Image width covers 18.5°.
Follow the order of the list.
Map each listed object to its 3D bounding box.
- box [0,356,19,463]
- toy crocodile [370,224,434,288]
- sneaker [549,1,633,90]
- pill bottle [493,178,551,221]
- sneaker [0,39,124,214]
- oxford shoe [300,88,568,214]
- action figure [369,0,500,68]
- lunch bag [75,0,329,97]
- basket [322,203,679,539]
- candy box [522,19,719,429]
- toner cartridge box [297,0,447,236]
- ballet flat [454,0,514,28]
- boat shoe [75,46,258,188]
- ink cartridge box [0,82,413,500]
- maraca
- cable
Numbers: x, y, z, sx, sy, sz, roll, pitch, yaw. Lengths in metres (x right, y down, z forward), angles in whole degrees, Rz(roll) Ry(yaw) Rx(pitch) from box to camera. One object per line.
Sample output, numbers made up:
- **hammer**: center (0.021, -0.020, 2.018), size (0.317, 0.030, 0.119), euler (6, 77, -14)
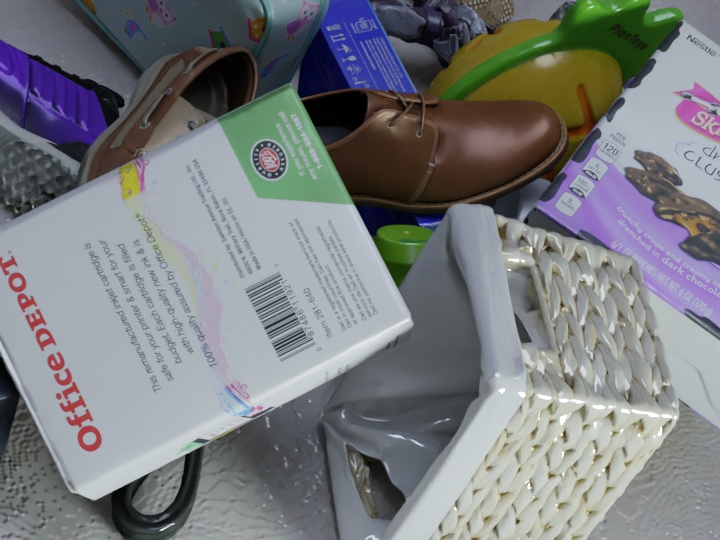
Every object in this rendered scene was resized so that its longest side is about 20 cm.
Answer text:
- **box**: center (-0.309, 0.043, 1.174), size (0.199, 0.104, 0.183), euler (-8, 51, -28)
- **toy crocodile**: center (0.000, 0.000, 1.341), size (0.199, 0.068, 0.062), euler (12, 20, 30)
- **sneaker**: center (0.207, -0.109, 1.558), size (0.099, 0.070, 0.201), euler (-10, 56, -39)
- **pill bottle**: center (0.182, 0.002, 1.415), size (0.199, 0.112, 0.112), euler (15, 45, -9)
- **sneaker**: center (-0.205, -0.100, 1.384), size (0.200, 0.070, 0.099), euler (45, 43, 13)
- **oxford shoe**: center (0.029, -0.079, 1.324), size (0.199, 0.071, 0.072), euler (-7, 52, -5)
- **action figure**: center (0.032, -0.175, 1.533), size (0.199, 0.070, 0.130), euler (10, 12, -16)
- **lunch bag**: center (-0.117, -0.198, 1.447), size (0.077, 0.161, 0.200), euler (-32, 72, -35)
- **basket**: center (0.075, 0.081, 1.239), size (0.123, 0.200, 0.136), euler (11, 46, -22)
- **candy box**: center (0.206, -0.032, 1.330), size (0.167, 0.072, 0.200), euler (35, 53, 6)
- **toner cartridge box**: center (0.015, -0.077, 1.425), size (0.043, 0.095, 0.201), euler (-14, 55, -16)
- **ballet flat**: center (0.039, -0.257, 1.630), size (0.200, 0.065, 0.070), euler (38, 46, 14)
- **boat shoe**: center (-0.112, -0.071, 1.325), size (0.076, 0.072, 0.201), euler (48, 38, -30)
- **ink cartridge box**: center (-0.092, 0.014, 1.177), size (0.199, 0.084, 0.145), euler (-27, 83, -5)
- **maraca**: center (0.120, -0.117, 1.442), size (0.137, 0.200, 0.107), euler (15, 45, -54)
- **cable**: center (-0.097, 0.077, 1.287), size (0.097, 0.050, 0.201), euler (9, 56, -10)
